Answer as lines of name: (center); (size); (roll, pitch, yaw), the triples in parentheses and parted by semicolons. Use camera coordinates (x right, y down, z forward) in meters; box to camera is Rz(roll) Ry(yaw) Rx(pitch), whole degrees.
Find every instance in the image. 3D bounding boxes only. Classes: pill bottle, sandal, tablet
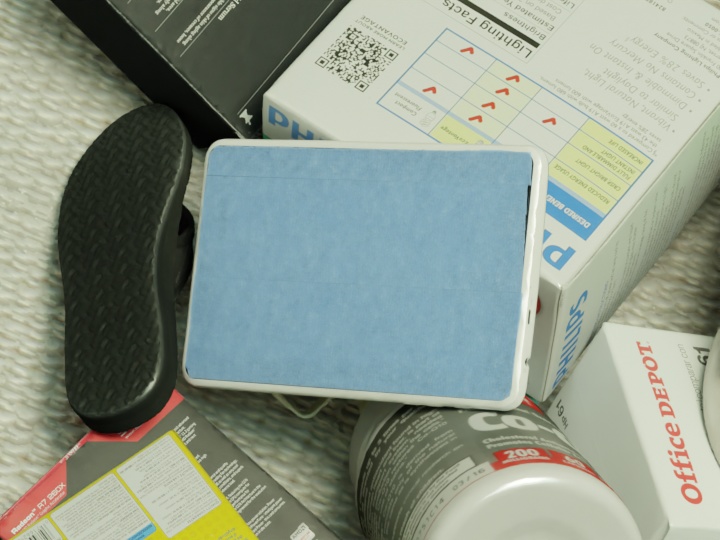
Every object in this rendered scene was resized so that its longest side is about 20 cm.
pill bottle: (0.061, 0.120, 1.463); (0.113, 0.200, 0.115); (-3, 106, -12)
sandal: (-0.120, 0.003, 1.551); (0.075, 0.048, 0.201); (-13, 53, 21)
tablet: (0.000, 0.000, 1.485); (0.014, 0.199, 0.131); (16, 79, -58)

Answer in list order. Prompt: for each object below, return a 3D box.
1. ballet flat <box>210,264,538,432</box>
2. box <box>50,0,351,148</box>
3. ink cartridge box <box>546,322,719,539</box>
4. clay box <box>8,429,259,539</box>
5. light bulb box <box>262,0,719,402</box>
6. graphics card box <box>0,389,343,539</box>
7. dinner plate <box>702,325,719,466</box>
ballet flat: (-0.003, 0.055, 1.575); (0.199, 0.073, 0.073); (27, 64, -14)
box: (-0.060, -0.186, 1.597); (0.141, 0.079, 0.200); (44, 73, -16)
ink cartridge box: (0.213, 0.116, 1.570); (0.199, 0.085, 0.145); (7, 43, -23)
clay box: (-0.077, 0.189, 1.421); (0.115, 0.048, 0.200); (-33, 73, -18)
light bulb box: (0.080, -0.075, 1.585); (0.198, 0.125, 0.200); (33, 62, 17)
graphics card box: (-0.075, 0.162, 1.491); (0.200, 0.051, 0.125); (39, 63, 14)
dinner plate: (0.270, 0.051, 1.495); (0.199, 0.024, 0.201); (-8, 55, 12)
